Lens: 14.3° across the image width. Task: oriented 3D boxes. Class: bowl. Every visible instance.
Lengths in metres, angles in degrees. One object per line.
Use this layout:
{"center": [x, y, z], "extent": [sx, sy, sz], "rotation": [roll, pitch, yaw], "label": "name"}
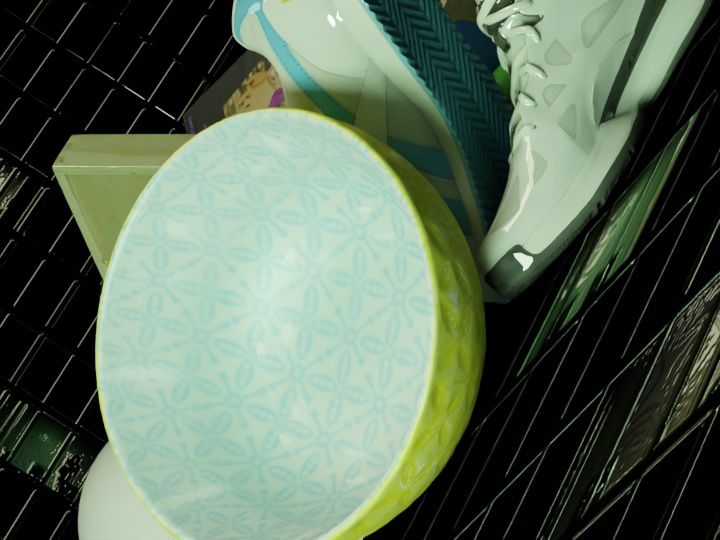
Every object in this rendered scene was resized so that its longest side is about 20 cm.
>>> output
{"center": [-0.013, 0.032, 1.284], "extent": [0.107, 0.200, 0.200], "rotation": [7, -56, -50], "label": "bowl"}

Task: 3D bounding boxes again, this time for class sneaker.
{"center": [0.074, -0.088, 1.301], "extent": [0.201, 0.115, 0.076], "rotation": [-60, 5, -28], "label": "sneaker"}
{"center": [0.017, -0.065, 1.323], "extent": [0.081, 0.200, 0.077], "rotation": [-16, 31, 29], "label": "sneaker"}

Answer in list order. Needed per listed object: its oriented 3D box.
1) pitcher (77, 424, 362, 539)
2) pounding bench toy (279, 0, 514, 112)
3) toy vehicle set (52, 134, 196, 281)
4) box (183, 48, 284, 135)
{"center": [-0.050, 0.108, 1.423], "extent": [0.171, 0.121, 0.200], "rotation": [-38, 9, -19], "label": "pitcher"}
{"center": [0.063, -0.100, 1.416], "extent": [0.200, 0.124, 0.156], "rotation": [-34, 20, 42], "label": "pounding bench toy"}
{"center": [-0.074, 0.012, 1.529], "extent": [0.027, 0.124, 0.200], "rotation": [-62, -37, -41], "label": "toy vehicle set"}
{"center": [0.003, -0.089, 1.663], "extent": [0.200, 0.122, 0.106], "rotation": [-41, 50, 42], "label": "box"}
